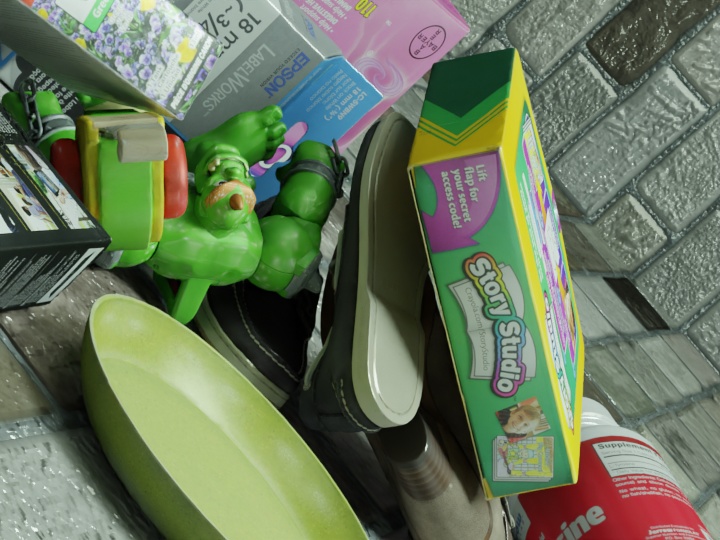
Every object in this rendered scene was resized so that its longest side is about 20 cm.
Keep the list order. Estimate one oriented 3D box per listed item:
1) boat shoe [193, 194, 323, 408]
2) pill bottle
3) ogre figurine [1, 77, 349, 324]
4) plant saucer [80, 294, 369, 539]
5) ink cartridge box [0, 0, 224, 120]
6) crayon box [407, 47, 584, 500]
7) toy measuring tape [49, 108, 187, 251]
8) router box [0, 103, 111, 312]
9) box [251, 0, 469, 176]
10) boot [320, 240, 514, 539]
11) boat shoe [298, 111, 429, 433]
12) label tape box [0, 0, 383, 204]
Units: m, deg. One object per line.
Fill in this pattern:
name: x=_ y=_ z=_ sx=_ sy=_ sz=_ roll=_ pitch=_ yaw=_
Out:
boat shoe: x=-0.054 y=0.009 z=1.252 sx=0.072 sy=0.065 sz=0.200 roll=45 pitch=12 yaw=-20
pill bottle: x=0.161 y=0.173 z=1.394 sx=0.112 sy=0.112 sz=0.200 roll=40 pitch=14 yaw=-36
ogre figurine: x=-0.091 y=-0.041 z=1.189 sx=0.199 sy=0.098 sz=0.120 roll=28 pitch=32 yaw=-40
plant saucer: x=-0.064 y=0.096 z=1.013 sx=0.200 sy=0.031 sz=0.200 roll=45 pitch=11 yaw=-12
ink cartridge box: x=-0.171 y=-0.149 z=1.063 sx=0.200 sy=0.051 sz=0.109 roll=37 pitch=-12 yaw=-39
crayon box: x=0.079 y=-0.002 z=1.227 sx=0.173 sy=0.058 sz=0.201 roll=-72 pitch=150 yaw=-66
toy measuring tape: x=-0.112 y=-0.039 z=1.037 sx=0.074 sy=0.074 sz=0.200 roll=45 pitch=-4 yaw=-13
router box: x=-0.212 y=-0.070 z=0.956 sx=0.200 sy=0.051 sz=0.149 roll=50 pitch=13 yaw=9
box: x=-0.061 y=-0.154 z=1.424 sx=0.176 sy=0.200 sz=0.097 roll=33 pitch=19 yaw=-53
boot: x=0.038 y=0.086 z=1.269 sx=0.146 sy=0.070 sz=0.201 roll=57 pitch=19 yaw=-49
boat shoe: x=0.000 y=0.000 z=1.206 sx=0.073 sy=0.062 sz=0.201 roll=40 pitch=44 yaw=-40
label tape box: x=-0.096 y=-0.111 z=1.291 sx=0.200 sy=0.144 sz=0.063 roll=43 pitch=12 yaw=-25
